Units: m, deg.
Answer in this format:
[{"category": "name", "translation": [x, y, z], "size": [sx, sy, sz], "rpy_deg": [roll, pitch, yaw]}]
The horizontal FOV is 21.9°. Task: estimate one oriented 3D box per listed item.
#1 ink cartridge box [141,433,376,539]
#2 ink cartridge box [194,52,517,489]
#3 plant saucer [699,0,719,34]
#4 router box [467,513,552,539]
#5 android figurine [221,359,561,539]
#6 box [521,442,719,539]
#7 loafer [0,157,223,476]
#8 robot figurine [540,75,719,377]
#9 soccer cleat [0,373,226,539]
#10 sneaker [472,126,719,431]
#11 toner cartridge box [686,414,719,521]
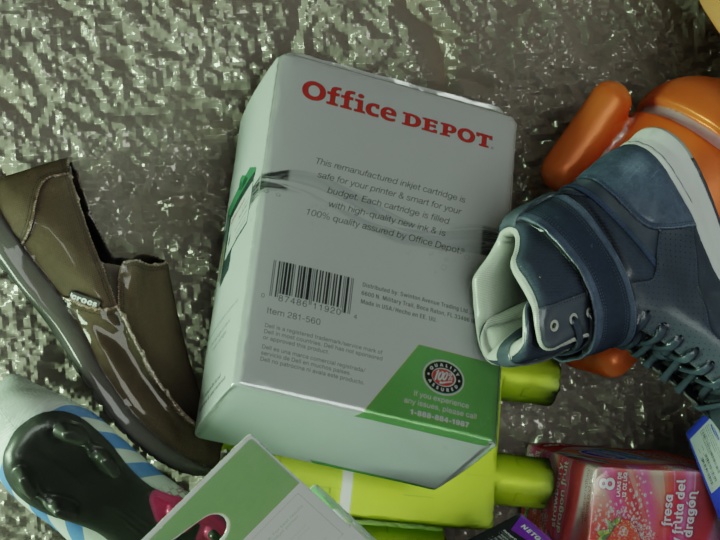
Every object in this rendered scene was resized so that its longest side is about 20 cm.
[{"category": "ink cartridge box", "translation": [-0.063, 0.172, 0.962], "size": [0.146, 0.048, 0.200], "rpy_deg": [-45, 131, -3]}, {"category": "ink cartridge box", "translation": [0.000, 0.000, 1.009], "size": [0.146, 0.084, 0.201], "rpy_deg": [15, 62, -15]}, {"category": "plant saucer", "translation": [0.256, -0.108, 1.078], "size": [0.037, 0.200, 0.200], "rpy_deg": [-37, 104, 15]}, {"category": "router box", "translation": [0.031, 0.242, 1.009], "size": [0.149, 0.051, 0.200], "rpy_deg": [-21, 136, -36]}, {"category": "android figurine", "translation": [0.016, 0.083, 1.066], "size": [0.199, 0.041, 0.183], "rpy_deg": [6, 81, -15]}, {"category": "box", "translation": [0.149, 0.207, 1.094], "size": [0.094, 0.103, 0.201], "rpy_deg": [5, 92, -18]}, {"category": "loafer", "translation": [-0.128, 0.023, 1.002], "size": [0.071, 0.073, 0.200], "rpy_deg": [-37, 98, 0]}, {"category": "robot figurine", "translation": [0.180, -0.030, 1.088], "size": [0.144, 0.117, 0.200], "rpy_deg": [37, 80, 20]}, {"category": "soccer cleat", "translation": [-0.126, 0.125, 0.991], "size": [0.070, 0.086, 0.200], "rpy_deg": [-42, 124, -6]}, {"category": "sneaker", "translation": [0.144, 0.044, 0.966], "size": [0.146, 0.077, 0.203], "rpy_deg": [-29, 89, -29]}, {"category": "toner cartridge box", "translation": [0.295, 0.107, 1.058], "size": [0.199, 0.043, 0.095], "rpy_deg": [-11, 68, -19]}]
